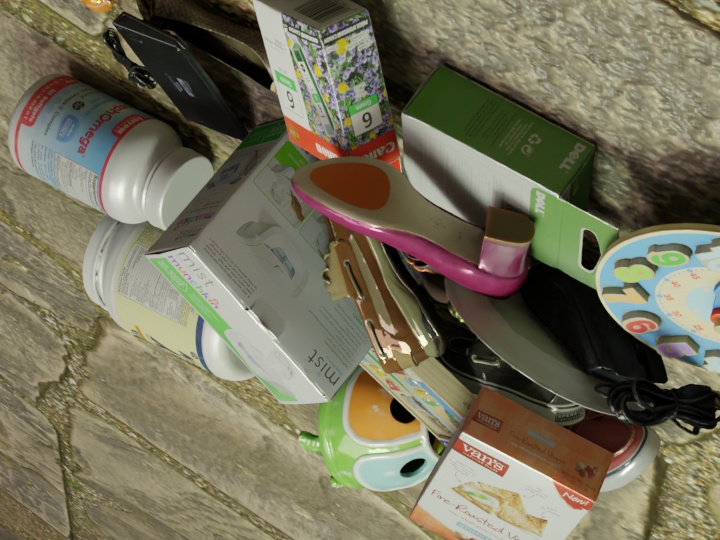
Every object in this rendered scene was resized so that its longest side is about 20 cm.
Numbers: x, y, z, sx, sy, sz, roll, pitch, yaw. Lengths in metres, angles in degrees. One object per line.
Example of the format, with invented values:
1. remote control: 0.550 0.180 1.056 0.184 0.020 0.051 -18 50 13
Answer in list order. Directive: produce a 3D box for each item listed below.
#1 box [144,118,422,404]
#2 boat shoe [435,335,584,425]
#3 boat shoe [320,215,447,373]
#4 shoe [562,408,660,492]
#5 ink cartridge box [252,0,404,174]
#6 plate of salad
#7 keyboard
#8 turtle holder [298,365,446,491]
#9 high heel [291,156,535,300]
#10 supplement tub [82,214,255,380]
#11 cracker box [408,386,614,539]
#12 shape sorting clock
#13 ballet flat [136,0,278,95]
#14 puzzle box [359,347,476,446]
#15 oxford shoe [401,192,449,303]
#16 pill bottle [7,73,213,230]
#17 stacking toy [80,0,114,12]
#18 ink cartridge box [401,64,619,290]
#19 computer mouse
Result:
1. box: -0.062 -0.008 1.674 0.200 0.177 0.096 48 153 -20
2. boat shoe: 0.138 0.084 1.695 0.199 0.070 0.064 20 117 51
3. boat shoe: 0.000 0.000 1.611 0.201 0.074 0.076 60 -171 7
4. shoe: 0.191 0.150 1.711 0.091 0.072 0.200 42 160 -18
5. ink cartridge box: -0.021 -0.128 1.485 0.109 0.050 0.201 34 145 51
6. plate of salad: 0.151 0.063 1.518 0.200 0.200 0.048 35 113 9
7. keyboard: -0.176 -0.182 1.667 0.126 0.021 0.200 22 166 21
8. turtle holder: 0.033 0.172 1.888 0.131 0.141 0.186 1 129 29
9. high heel: 0.038 -0.029 1.454 0.198 0.068 0.096 11 145 -1
10. supplement tub: -0.177 0.015 1.905 0.199 0.145 0.145 24 151 30
11. cracker box: 0.135 0.200 1.678 0.133 0.058 0.200 27 147 3
12. shape sorting clock: 0.273 0.028 1.371 0.199 0.039 0.200 13 148 8
13. ballet flat: -0.116 -0.195 1.588 0.199 0.046 0.068 34 153 13
14. puzzle box: 0.074 0.125 1.741 0.200 0.025 0.133 44 165 -20
15. oxford shoe: 0.059 -0.025 1.600 0.071 0.073 0.201 27 152 24
16. pill bottle: -0.249 -0.114 1.832 0.199 0.109 0.109 26 152 25
17. stacking toy: -0.258 -0.289 1.585 0.116 0.110 0.200 42 171 33
18. ink cartridge box: 0.129 -0.070 1.445 0.199 0.059 0.104 30 153 19
19. computer mouse: 0.208 0.049 1.488 0.138 0.053 0.200 7 -148 -45
